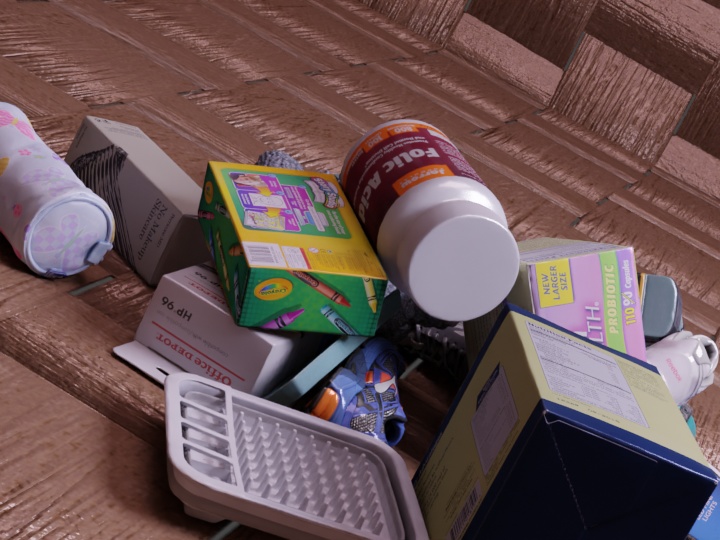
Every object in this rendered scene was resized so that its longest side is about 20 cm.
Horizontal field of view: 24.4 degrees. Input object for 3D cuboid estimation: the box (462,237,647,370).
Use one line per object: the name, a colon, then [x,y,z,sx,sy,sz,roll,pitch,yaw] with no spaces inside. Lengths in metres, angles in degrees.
box: [0.166,0.066,1.460,0.097,0.176,0.200,-9,5,-14]

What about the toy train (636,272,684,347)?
toy train: [0.255,0.043,1.618,0.114,0.085,0.200,8,-9,14]

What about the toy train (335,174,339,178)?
toy train: [0.031,-0.043,1.864,0.114,0.085,0.200,1,30,-32]

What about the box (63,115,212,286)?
box: [-0.206,-0.064,1.578,0.068,0.082,0.200,11,22,-44]

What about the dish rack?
dish rack: [-0.055,0.152,1.217,0.200,0.044,0.172,20,17,-15]

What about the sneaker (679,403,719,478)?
sneaker: [0.309,0.186,1.630,0.200,0.084,0.121,35,28,27]

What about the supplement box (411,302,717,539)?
supplement box: [0.132,0.164,1.206,0.134,0.200,0.200,24,17,-10]

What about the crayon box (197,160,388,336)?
crayon box: [-0.061,-0.021,1.412,0.119,0.058,0.200,5,27,-18]

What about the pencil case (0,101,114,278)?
pencil case: [-0.291,-0.074,1.468,0.091,0.083,0.200,9,24,-43]

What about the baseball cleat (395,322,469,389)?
baseball cleat: [0.074,0.078,1.636,0.106,0.070,0.200,5,20,-21]

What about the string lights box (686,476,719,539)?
string lights box: [0.307,0.215,1.483,0.200,0.059,0.103,33,-4,-3]

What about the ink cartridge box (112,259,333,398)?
ink cartridge box: [-0.108,0.051,1.405,0.116,0.068,0.200,31,18,13]

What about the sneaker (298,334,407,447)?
sneaker: [0.003,0.116,1.404,0.078,0.075,0.200,43,22,2]

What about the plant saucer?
plant saucer: [-0.027,0.073,1.399,0.019,0.070,0.200,52,34,1]

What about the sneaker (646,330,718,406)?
sneaker: [0.281,0.098,1.526,0.078,0.099,0.200,61,0,2]

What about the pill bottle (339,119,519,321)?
pill bottle: [0.058,-0.043,1.420,0.114,0.114,0.200,20,18,-24]

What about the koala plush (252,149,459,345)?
koala plush: [0.000,0.000,1.585,0.177,0.184,0.200,-13,44,-16]
